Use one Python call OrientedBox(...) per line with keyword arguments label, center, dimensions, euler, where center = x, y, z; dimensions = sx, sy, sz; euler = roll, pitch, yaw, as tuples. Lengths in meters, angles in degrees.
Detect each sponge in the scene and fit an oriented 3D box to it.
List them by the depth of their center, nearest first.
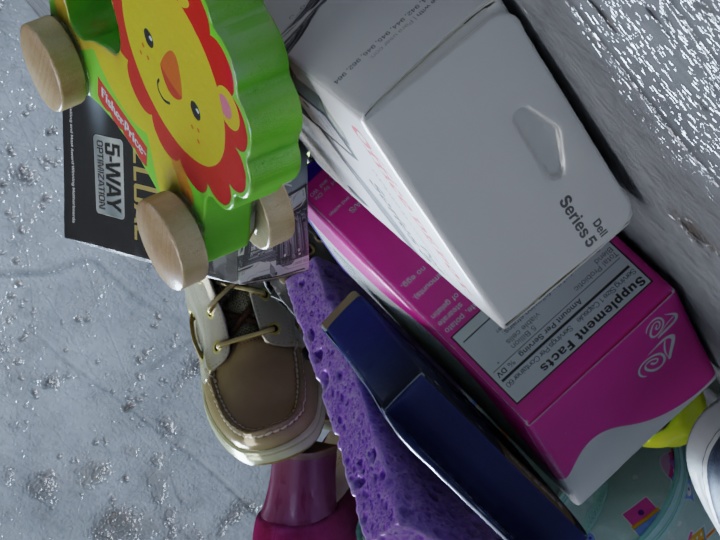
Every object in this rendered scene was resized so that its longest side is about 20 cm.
OrientedBox(label="sponge", center=(0.026, 0.089, 1.545), dimensions=(0.111, 0.030, 0.201), euler=(33, -152, -39))

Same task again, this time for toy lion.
OrientedBox(label="toy lion", center=(-0.089, -0.102, 1.332), dimensions=(0.200, 0.068, 0.192), euler=(54, 156, 31))

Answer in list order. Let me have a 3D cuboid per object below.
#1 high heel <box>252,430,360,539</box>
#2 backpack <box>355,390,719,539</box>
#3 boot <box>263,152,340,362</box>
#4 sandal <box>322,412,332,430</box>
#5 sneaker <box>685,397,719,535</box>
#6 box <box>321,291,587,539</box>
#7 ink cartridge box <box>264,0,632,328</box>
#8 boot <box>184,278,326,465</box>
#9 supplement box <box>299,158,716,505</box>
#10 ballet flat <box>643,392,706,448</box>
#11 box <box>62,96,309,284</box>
OrientedBox(label="high heel", center=(-0.003, 0.143, 1.751), dimensions=(0.067, 0.097, 0.200), euler=(11, -170, 34))
OrientedBox(label="backpack", center=(0.105, 0.144, 1.641), dimensions=(0.154, 0.199, 0.176), euler=(57, -177, -36))
OrientedBox(label="boot", center=(-0.019, -0.049, 1.594), dimensions=(0.200, 0.138, 0.077), euler=(53, 173, -34))
OrientedBox(label="sandal", center=(0.052, 0.078, 1.752), dimensions=(0.080, 0.199, 0.054), euler=(-133, 41, -55))
OrientedBox(label="sneaker", center=(0.236, 0.164, 1.363), dimensions=(0.203, 0.077, 0.146), euler=(54, 176, -34))
OrientedBox(label="box", center=(0.047, 0.082, 1.425), dimensions=(0.121, 0.032, 0.200), euler=(45, -177, -17))
OrientedBox(label="ink cartridge box", center=(0.018, -0.084, 1.328), dimensions=(0.146, 0.084, 0.200), euler=(54, 173, -37))
OrientedBox(label="boot", center=(-0.076, 0.002, 1.681), dimensions=(0.200, 0.072, 0.155), euler=(-104, -1, -50))
OrientedBox(label="supplement box", center=(0.071, 0.005, 1.454), dimensions=(0.200, 0.103, 0.101), euler=(47, 175, 32))
OrientedBox(label="ballet flat", center=(0.111, 0.027, 1.534), dimensions=(0.200, 0.067, 0.067), euler=(43, -166, 32))
OrientedBox(label="box", center=(-0.092, -0.104, 1.479), dimensions=(0.157, 0.050, 0.201), euler=(15, 110, 50))
